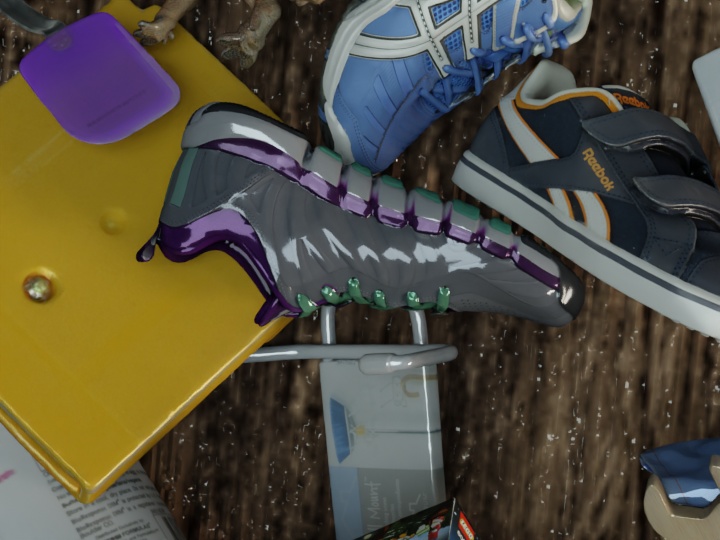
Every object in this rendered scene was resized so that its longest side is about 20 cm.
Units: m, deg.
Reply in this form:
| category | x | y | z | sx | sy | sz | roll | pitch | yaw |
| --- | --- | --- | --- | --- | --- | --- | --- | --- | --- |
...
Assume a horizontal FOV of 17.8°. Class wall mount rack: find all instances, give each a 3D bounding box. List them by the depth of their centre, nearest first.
| category | x | y | z | sx | sy | sz | roll | pitch | yaw |
| --- | --- | --- | --- | --- | --- | --- | --- | --- | --- |
| wall mount rack | -0.029 | 0.097 | 1.112 | 0.174 | 0.075 | 0.200 | -2 | 94 | 38 |

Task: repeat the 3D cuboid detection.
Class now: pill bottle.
| category | x | y | z | sx | sy | sz | roll | pitch | yaw |
| --- | --- | --- | --- | --- | --- | --- | --- | --- | --- |
| pill bottle | -0.166 | 0.102 | 1.100 | 0.113 | 0.113 | 0.200 | -36 | 74 | 11 |

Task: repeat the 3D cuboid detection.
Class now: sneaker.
| category | x | y | z | sx | sy | sz | roll | pitch | yaw |
| --- | --- | --- | --- | --- | --- | --- | --- | --- | --- |
| sneaker | 0.123 | -0.034 | 1.030 | 0.200 | 0.078 | 0.079 | 36 | 102 | 43 |
| sneaker | 0.000 | 0.000 | 1.056 | 0.200 | 0.074 | 0.088 | 24 | 81 | 0 |
| sneaker | 0.055 | -0.121 | 1.065 | 0.077 | 0.076 | 0.200 | 44 | 104 | 30 |

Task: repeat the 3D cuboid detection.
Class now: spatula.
| category | x | y | z | sx | sy | sz | roll | pitch | yaw |
| --- | --- | --- | --- | --- | --- | --- | --- | --- | --- |
| spatula | -0.165 | -0.128 | 1.102 | 0.057 | 0.021 | 0.200 | -35 | 56 | -20 |

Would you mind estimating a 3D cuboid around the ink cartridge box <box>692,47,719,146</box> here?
| category | x | y | z | sx | sy | sz | roll | pitch | yaw |
| --- | --- | --- | --- | --- | --- | --- | --- | --- | --- |
| ink cartridge box | 0.251 | -0.042 | 1.008 | 0.163 | 0.057 | 0.200 | -22 | 48 | 11 |

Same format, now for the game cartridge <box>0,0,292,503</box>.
| category | x | y | z | sx | sy | sz | roll | pitch | yaw |
| --- | --- | --- | --- | --- | --- | --- | --- | --- | --- |
| game cartridge | -0.117 | -0.017 | 1.082 | 0.176 | 0.032 | 0.200 | 44 | 65 | 8 |

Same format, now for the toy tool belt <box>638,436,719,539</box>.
| category | x | y | z | sx | sy | sz | roll | pitch | yaw |
| --- | --- | --- | --- | --- | --- | --- | --- | --- | --- |
| toy tool belt | 0.179 | 0.108 | 1.036 | 0.200 | 0.125 | 0.123 | -12 | 111 | -8 |

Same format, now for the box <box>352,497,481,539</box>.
| category | x | y | z | sx | sy | sz | roll | pitch | yaw |
| --- | --- | --- | --- | --- | --- | --- | --- | --- | --- |
| box | 0.030 | 0.213 | 1.053 | 0.137 | 0.038 | 0.200 | -24 | 111 | 19 |

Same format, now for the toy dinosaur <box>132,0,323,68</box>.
| category | x | y | z | sx | sy | sz | roll | pitch | yaw |
| --- | --- | --- | --- | --- | --- | --- | --- | --- | --- |
| toy dinosaur | -0.069 | -0.180 | 1.093 | 0.200 | 0.086 | 0.136 | 10 | 61 | -7 |
